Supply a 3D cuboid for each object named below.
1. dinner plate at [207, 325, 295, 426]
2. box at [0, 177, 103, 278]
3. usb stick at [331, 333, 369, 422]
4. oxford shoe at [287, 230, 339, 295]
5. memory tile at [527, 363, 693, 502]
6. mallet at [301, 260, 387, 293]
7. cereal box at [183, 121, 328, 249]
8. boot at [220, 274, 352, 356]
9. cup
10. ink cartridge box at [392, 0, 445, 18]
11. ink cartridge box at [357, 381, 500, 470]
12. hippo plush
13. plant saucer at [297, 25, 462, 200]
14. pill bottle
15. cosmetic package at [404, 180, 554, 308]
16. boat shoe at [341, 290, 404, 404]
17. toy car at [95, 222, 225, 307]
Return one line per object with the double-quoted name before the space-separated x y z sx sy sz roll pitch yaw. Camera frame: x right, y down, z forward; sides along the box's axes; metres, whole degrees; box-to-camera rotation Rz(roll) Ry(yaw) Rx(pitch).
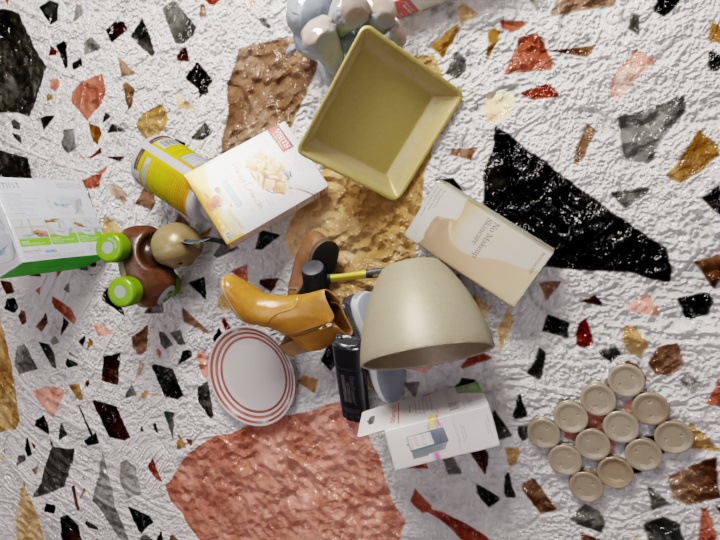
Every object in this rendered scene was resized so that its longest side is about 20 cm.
"dinner plate" -0.210 0.204 0.992 0.200 0.024 0.201 3 97 22
"box" -0.646 -0.091 1.035 0.097 0.200 0.177 -23 89 23
"usb stick" -0.014 0.186 0.860 0.055 0.033 0.200 8 129 17
"oxford shoe" -0.099 0.022 0.912 0.071 0.071 0.200 43 116 44
"memory tile" 0.370 0.247 0.767 0.200 0.017 0.153 -42 81 20
"mallet" 0.000 0.000 0.839 0.200 0.041 0.066 -13 132 6
"cereal box" -0.175 -0.148 0.870 0.200 0.040 0.144 -33 83 -12
"boot" -0.115 0.055 0.833 0.144 0.071 0.201 -28 117 29
"cup" 0.090 0.064 0.779 0.200 0.200 0.143 -17 69 23
"ink cartridge box" 0.127 -0.470 0.747 0.200 0.067 0.117 -8 94 24
"ink cartridge box" 0.102 0.244 0.793 0.200 0.117 0.067 -15 93 6
"hippo plush" -0.031 -0.369 0.800 0.159 0.200 0.161 -31 58 -5
"plant saucer" 0.026 -0.233 0.779 0.200 0.200 0.048 -58 34 17
"pill bottle" -0.316 -0.161 0.942 0.200 0.109 0.109 32 107 15
"cosmetic package" 0.180 -0.043 0.777 0.200 0.071 0.105 34 107 15
"boat shoe" 0.016 0.132 0.872 0.066 0.070 0.200 -9 106 50
"toy car" -0.348 -0.025 0.956 0.200 0.164 0.158 -15 91 10
